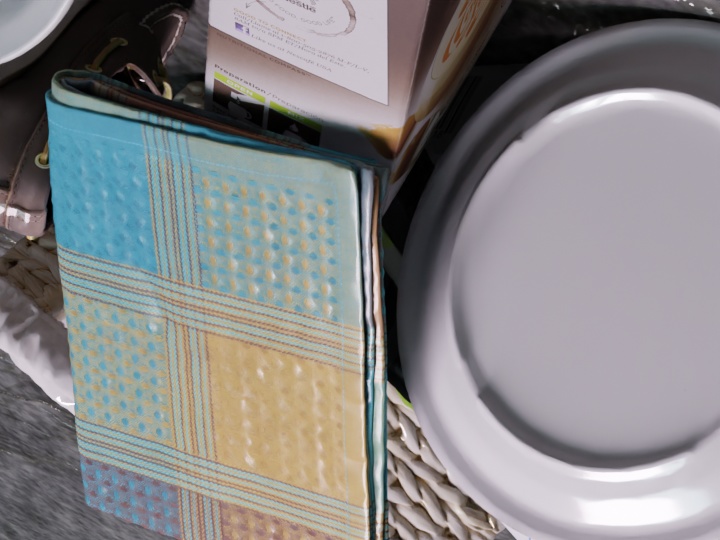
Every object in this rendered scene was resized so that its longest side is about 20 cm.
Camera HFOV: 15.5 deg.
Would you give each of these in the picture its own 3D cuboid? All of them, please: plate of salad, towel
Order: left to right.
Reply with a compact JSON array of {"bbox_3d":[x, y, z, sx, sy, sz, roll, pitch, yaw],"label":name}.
[{"bbox_3d":[-0.052,0.027,1.002,0.147,0.022,0.200,17,128,27],"label":"towel"},{"bbox_3d":[0.104,0.007,0.967,0.200,0.200,0.048,16,177,32],"label":"plate of salad"}]

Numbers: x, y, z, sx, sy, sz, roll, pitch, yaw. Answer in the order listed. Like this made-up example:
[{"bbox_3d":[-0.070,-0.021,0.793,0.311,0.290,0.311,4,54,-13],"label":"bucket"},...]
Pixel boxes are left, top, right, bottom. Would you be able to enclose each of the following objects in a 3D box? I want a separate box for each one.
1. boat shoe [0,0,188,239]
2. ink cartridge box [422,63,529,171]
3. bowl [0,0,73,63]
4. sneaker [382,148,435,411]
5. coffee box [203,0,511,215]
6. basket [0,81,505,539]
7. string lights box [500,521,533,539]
[{"bbox_3d":[-0.114,-0.069,1.093,0.060,0.200,0.072,25,120,10],"label":"boat shoe"},{"bbox_3d":[0.103,-0.008,1.117,0.109,0.050,0.200,4,147,48],"label":"ink cartridge box"},{"bbox_3d":[-0.175,-0.179,1.005,0.201,0.090,0.201,15,135,16],"label":"bowl"},{"bbox_3d":[0.000,0.000,1.069,0.083,0.072,0.200,-17,115,21],"label":"sneaker"},{"bbox_3d":[0.007,-0.115,0.914,0.080,0.114,0.200,27,159,7],"label":"coffee box"},{"bbox_3d":[-0.040,0.044,1.206,0.200,0.161,0.198,46,172,-36],"label":"basket"},{"bbox_3d":[0.147,0.040,1.010,0.200,0.103,0.059,-14,135,32],"label":"string lights box"}]
